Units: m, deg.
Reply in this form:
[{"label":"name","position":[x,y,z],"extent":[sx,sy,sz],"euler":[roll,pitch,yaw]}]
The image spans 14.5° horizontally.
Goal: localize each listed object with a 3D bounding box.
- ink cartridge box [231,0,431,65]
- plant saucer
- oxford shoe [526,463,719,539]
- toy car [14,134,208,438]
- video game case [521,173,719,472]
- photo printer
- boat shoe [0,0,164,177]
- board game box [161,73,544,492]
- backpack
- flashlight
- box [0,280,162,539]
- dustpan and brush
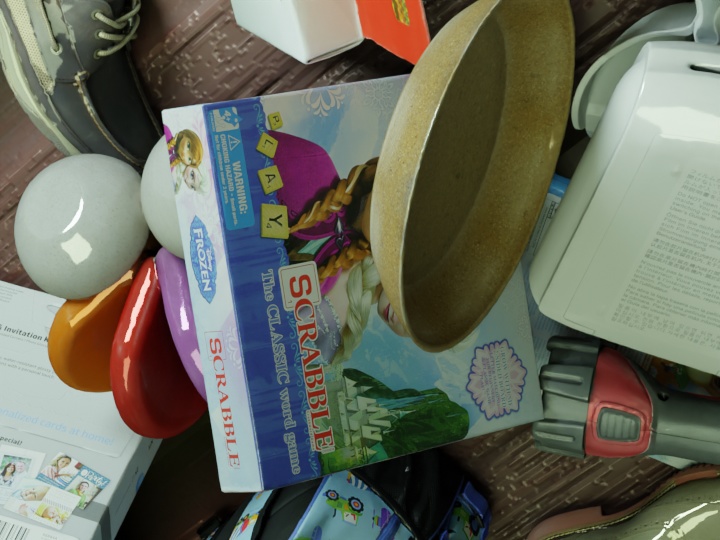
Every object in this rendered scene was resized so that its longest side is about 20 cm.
[{"label":"ink cartridge box","position":[-0.035,-0.203,1.452],"extent":[0.043,0.173,0.201],"euler":[-22,116,-18]},{"label":"plant saucer","position":[0.053,-0.058,1.443],"extent":[0.035,0.200,0.201],"euler":[19,123,22]},{"label":"oxford shoe","position":[0.175,0.168,1.620],"extent":[0.199,0.074,0.071],"euler":[-25,116,35]},{"label":"toy car","position":[-0.087,0.016,1.561],"extent":[0.199,0.151,0.175],"euler":[-16,151,25]},{"label":"video game case","position":[0.172,0.041,1.595],"extent":[0.199,0.018,0.144],"euler":[22,122,6]},{"label":"photo printer","position":[0.191,-0.032,1.456],"extent":[0.166,0.070,0.200],"euler":[17,142,-3]},{"label":"boat shoe","position":[-0.163,-0.138,1.577],"extent":[0.073,0.075,0.200],"euler":[-25,109,28]},{"label":"board game box","position":[0.000,0.000,1.494],"extent":[0.041,0.199,0.201],"euler":[-4,96,51]},{"label":"backpack","position":[-0.031,0.191,1.638],"extent":[0.134,0.200,0.183],"euler":[39,122,-5]},{"label":"flashlight","position":[0.197,0.083,1.564],"extent":[0.199,0.068,0.068],"euler":[8,159,9]},{"label":"box","position":[-0.203,0.099,1.644],"extent":[0.155,0.201,0.041],"euler":[15,139,10]},{"label":"dustpan and brush","position":[0.179,-0.109,1.454],"extent":[0.139,0.057,0.201],"euler":[16,137,12]}]
